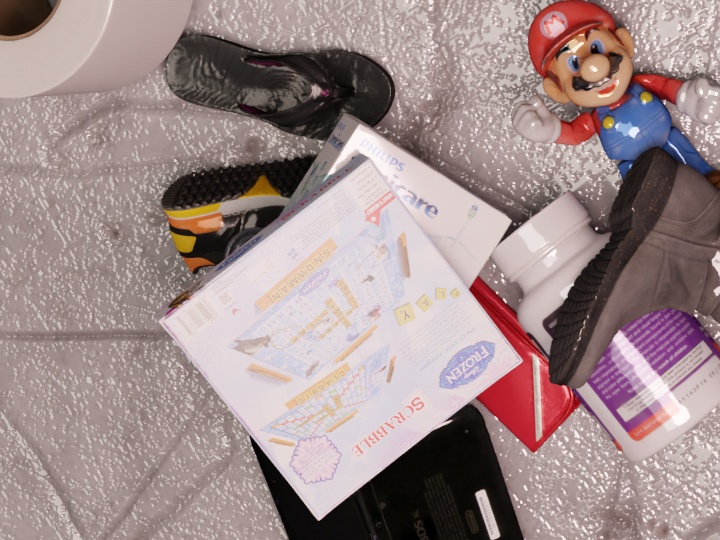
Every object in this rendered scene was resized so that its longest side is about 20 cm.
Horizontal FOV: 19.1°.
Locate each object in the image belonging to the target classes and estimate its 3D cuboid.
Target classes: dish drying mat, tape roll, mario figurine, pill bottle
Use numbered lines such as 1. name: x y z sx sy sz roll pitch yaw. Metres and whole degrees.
1. dish drying mat: 0.094 0.055 1.753 0.200 0.018 0.077 44 111 6
2. tape roll: -0.253 -0.242 1.744 0.203 0.139 0.203 3 98 23
3. mario figurine: 0.198 -0.119 1.633 0.200 0.123 0.106 53 146 -3
4. pill bottle: 0.193 0.041 1.667 0.111 0.111 0.200 -40 86 21

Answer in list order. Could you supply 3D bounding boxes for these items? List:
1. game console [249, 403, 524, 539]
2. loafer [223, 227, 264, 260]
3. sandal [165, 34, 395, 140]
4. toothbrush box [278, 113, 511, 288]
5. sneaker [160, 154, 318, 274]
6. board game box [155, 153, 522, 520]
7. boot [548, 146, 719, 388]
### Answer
1. game console: 0.028 0.198 1.768 0.176 0.116 0.200 -23 119 -6
2. loafer: -0.046 0.048 1.753 0.072 0.063 0.200 -38 101 -1
3. sandal: -0.071 -0.148 1.755 0.200 0.048 0.075 9 102 18
4. toothbrush box: 0.000 0.000 1.675 0.146 0.085 0.200 31 95 -13
5. sneaker: -0.061 -0.039 1.772 0.200 0.070 0.090 -3 125 13
6. board game box: -0.015 0.050 1.616 0.200 0.041 0.200 -37 103 -2
7. boot: 0.232 0.019 1.589 0.132 0.070 0.200 29 84 -11
